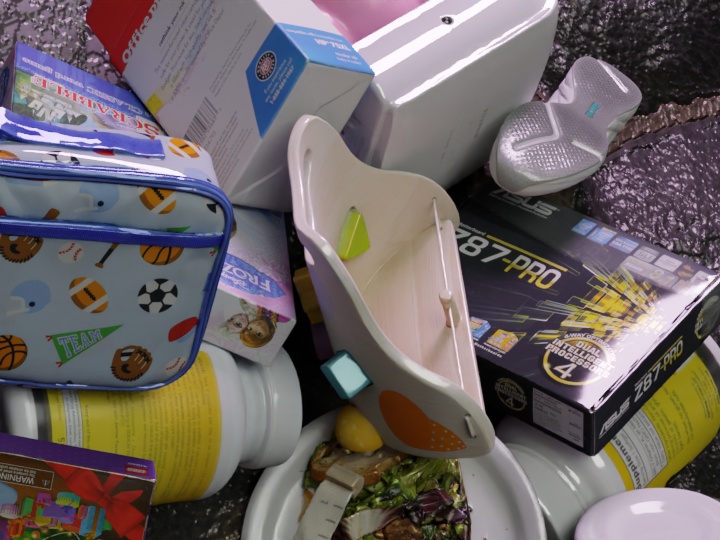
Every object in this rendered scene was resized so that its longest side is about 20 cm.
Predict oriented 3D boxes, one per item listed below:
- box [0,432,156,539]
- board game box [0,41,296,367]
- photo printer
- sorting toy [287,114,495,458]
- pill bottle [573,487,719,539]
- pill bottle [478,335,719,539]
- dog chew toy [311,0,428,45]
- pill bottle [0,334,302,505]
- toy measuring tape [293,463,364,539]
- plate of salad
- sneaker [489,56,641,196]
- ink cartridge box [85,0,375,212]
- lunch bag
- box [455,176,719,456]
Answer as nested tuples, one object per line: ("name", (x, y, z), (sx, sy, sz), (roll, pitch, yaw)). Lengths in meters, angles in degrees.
("box", (-0.226, 0.161, 1.320), (0.198, 0.039, 0.138), (11, 102, -9))
("board game box", (-0.140, -0.045, 1.462), (0.199, 0.041, 0.200), (23, 28, -20))
("photo printer", (0.052, -0.118, 1.589), (0.069, 0.167, 0.199), (42, 52, 19))
("sorting toy", (0.000, 0.000, 1.448), (0.181, 0.106, 0.201), (61, 16, -44))
("pill bottle", (0.195, 0.254, 1.504), (0.111, 0.111, 0.202), (-22, 121, -34))
("pill bottle", (0.160, 0.119, 1.582), (0.200, 0.114, 0.115), (-39, 92, -34))
("dog chew toy", (0.001, -0.189, 1.619), (0.125, 0.124, 0.200), (44, 64, -7))
("pill bottle", (-0.141, 0.090, 1.424), (0.199, 0.112, 0.113), (-3, 72, -30))
("toy measuring tape", (-0.038, 0.219, 1.433), (0.073, 0.074, 0.201), (24, 89, -19))
("plate of salad", (0.021, 0.179, 1.473), (0.198, 0.048, 0.202), (0, 77, 2))
("sneaker", (0.140, -0.084, 1.641), (0.070, 0.080, 0.200), (38, 32, 9))
("ink cartridge box", (-0.090, -0.147, 1.514), (0.067, 0.117, 0.200), (5, 36, -46))
("lunch bag", (-0.177, -0.012, 1.303), (0.198, 0.161, 0.076), (4, 35, -22))
("box", (0.123, 0.027, 1.569), (0.199, 0.049, 0.161), (26, 48, 32))
